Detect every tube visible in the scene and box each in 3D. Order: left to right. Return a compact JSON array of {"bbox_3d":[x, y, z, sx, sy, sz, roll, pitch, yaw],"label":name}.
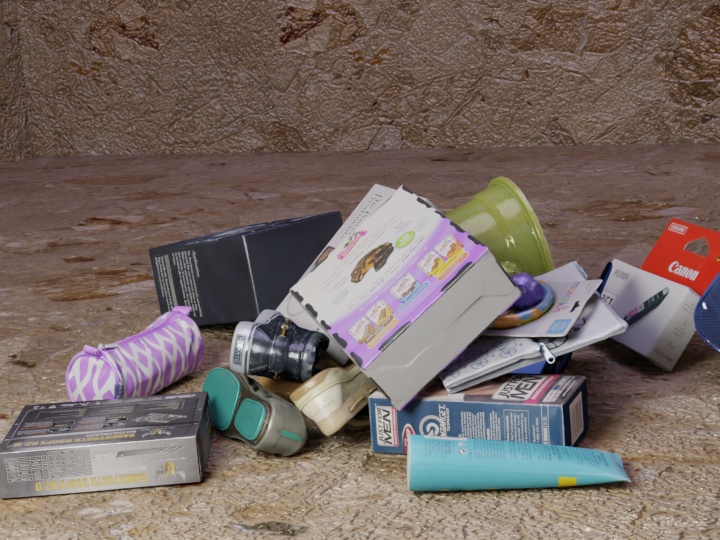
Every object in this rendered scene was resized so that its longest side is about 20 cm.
[{"bbox_3d":[0.141,0.175,1.351,0.198,0.051,0.078,1,16,1],"label":"tube"}]

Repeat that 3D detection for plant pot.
[{"bbox_3d":[0.124,0.005,1.876,0.183,0.202,0.200,-19,15,-12],"label":"plant pot"}]

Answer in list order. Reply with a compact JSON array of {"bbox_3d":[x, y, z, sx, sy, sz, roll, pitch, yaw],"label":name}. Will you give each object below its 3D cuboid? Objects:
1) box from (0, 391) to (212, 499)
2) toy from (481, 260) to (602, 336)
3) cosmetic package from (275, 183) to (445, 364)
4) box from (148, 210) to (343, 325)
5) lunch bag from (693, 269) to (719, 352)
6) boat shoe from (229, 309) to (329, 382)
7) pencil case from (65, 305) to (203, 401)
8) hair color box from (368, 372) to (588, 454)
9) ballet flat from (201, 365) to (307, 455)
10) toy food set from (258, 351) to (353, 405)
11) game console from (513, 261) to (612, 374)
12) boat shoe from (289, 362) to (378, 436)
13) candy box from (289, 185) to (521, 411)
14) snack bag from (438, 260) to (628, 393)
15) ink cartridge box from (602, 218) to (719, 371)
[{"bbox_3d":[-0.252,0.172,1.495,0.198,0.049,0.158,-5,12,-1],"label":"box"},{"bbox_3d":[0.133,0.023,1.522,0.198,0.048,0.115,-4,27,33],"label":"toy"},{"bbox_3d":[0.000,0.000,1.689,0.201,0.052,0.151,-52,25,-7],"label":"cosmetic package"},{"bbox_3d":[-0.148,-0.001,2.048,0.199,0.119,0.196,-6,7,42],"label":"box"},{"bbox_3d":[0.463,0.025,1.604,0.136,0.201,0.132,43,36,20],"label":"lunch bag"},{"bbox_3d":[-0.075,0.087,1.583,0.090,0.072,0.200,11,4,7],"label":"boat shoe"},{"bbox_3d":[-0.261,0.105,1.735,0.083,0.086,0.200,3,13,24],"label":"pencil case"},{"bbox_3d":[0.117,0.141,1.475,0.198,0.061,0.100,0,12,22],"label":"hair color box"},{"bbox_3d":[-0.110,0.151,1.553,0.063,0.068,0.200,21,1,-25],"label":"ballet flat"},{"bbox_3d":[-0.032,0.105,1.737,0.196,0.049,0.200,-7,12,-15],"label":"toy food set"},{"bbox_3d":[0.191,0.067,1.665,0.169,0.120,0.200,-1,12,15],"label":"game console"},{"bbox_3d":[-0.008,0.136,1.547,0.072,0.065,0.200,-39,-12,15],"label":"boat shoe"},{"bbox_3d":[0.041,0.022,1.499,0.168,0.072,0.200,-43,32,-3],"label":"candy box"},{"bbox_3d":[0.159,0.052,1.525,0.198,0.022,0.189,-18,22,-2],"label":"snack bag"},{"bbox_3d":[0.352,0.016,1.753,0.043,0.174,0.200,32,1,-18],"label":"ink cartridge box"}]
